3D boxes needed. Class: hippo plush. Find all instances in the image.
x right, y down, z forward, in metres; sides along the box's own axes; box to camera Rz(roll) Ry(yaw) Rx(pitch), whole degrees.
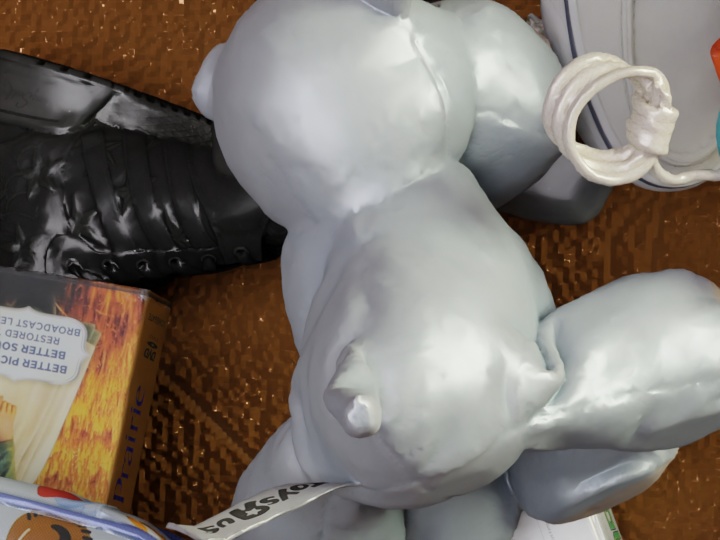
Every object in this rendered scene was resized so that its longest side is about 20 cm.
[{"bbox_3d":[0.000,0.000,0.875,0.159,0.199,0.161,-38,65,41],"label":"hippo plush"}]

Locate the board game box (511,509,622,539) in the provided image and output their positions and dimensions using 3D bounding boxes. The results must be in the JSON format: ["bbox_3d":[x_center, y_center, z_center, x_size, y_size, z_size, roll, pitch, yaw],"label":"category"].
[{"bbox_3d":[0.044,0.161,0.954,0.126,0.035,0.201,-21,82,13],"label":"board game box"}]

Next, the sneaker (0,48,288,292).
[{"bbox_3d":[-0.081,-0.008,0.987,0.199,0.060,0.105,20,92,21],"label":"sneaker"}]

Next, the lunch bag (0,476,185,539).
[{"bbox_3d":[-0.144,0.132,0.844,0.199,0.076,0.161,11,84,13],"label":"lunch bag"}]

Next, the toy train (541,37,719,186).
[{"bbox_3d":[0.133,-0.105,0.832,0.150,0.056,0.201,25,98,-16],"label":"toy train"}]

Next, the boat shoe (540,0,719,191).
[{"bbox_3d":[0.101,-0.115,0.875,0.072,0.066,0.201,-1,109,-19],"label":"boat shoe"}]

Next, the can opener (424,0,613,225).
[{"bbox_3d":[-0.001,-0.085,0.967,0.200,0.053,0.067,32,97,15],"label":"can opener"}]

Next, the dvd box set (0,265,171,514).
[{"bbox_3d":[-0.148,0.094,0.906,0.146,0.029,0.201,10,82,14],"label":"dvd box set"}]
